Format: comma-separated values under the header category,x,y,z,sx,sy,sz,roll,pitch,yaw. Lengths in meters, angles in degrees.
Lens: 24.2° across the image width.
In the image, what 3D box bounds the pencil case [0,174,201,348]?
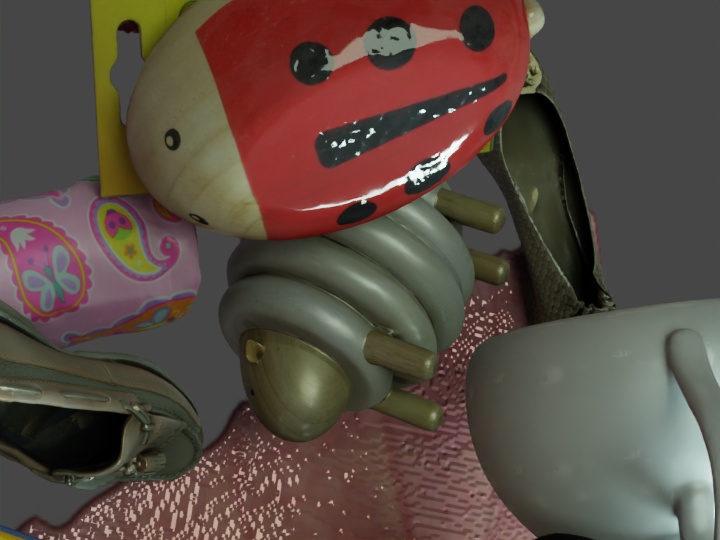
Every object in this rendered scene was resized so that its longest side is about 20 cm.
category,x,y,z,sx,sy,sz,roll,pitch,yaw
pencil case,-0.176,0.004,0.789,0.198,0.087,0.088,-14,91,-27

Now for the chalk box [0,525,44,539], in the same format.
category,x,y,z,sx,sy,sz,roll,pitch,yaw
chalk box,-0.204,0.164,0.732,0.199,0.125,0.125,25,73,-24

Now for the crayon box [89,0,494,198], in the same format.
category,x,y,z,sx,sy,sz,roll,pitch,yaw
crayon box,-0.032,-0.111,0.792,0.198,0.051,0.128,-8,122,-18

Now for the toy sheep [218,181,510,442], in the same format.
category,x,y,z,sx,sy,sz,roll,pitch,yaw
toy sheep,0.000,0.000,0.858,0.138,0.138,0.201,40,58,-18

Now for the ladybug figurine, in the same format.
category,x,y,z,sx,sy,sz,roll,pitch,yaw
ladybug figurine,-0.006,-0.077,0.747,0.199,0.072,0.137,-25,125,-6

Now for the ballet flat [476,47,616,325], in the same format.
category,x,y,z,sx,sy,sz,roll,pitch,yaw
ballet flat,0.107,-0.045,0.965,0.067,0.046,0.202,-15,91,-29

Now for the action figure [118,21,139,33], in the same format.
category,x,y,z,sx,sy,sz,roll,pitch,yaw
action figure,-0.039,-0.147,0.888,0.199,0.134,0.150,-22,127,-24

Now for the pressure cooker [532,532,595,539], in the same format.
category,x,y,z,sx,sy,sz,roll,pitch,yaw
pressure cooker,0.093,0.248,0.767,0.200,0.175,0.179,-49,123,-22

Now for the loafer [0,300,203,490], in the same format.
category,x,y,z,sx,sy,sz,roll,pitch,yaw
loafer,-0.137,0.071,0.769,0.072,0.063,0.200,-41,143,11

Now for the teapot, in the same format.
category,x,y,z,sx,sy,sz,roll,pitch,yaw
teapot,0.150,0.098,0.861,0.199,0.196,0.148,4,76,-50
